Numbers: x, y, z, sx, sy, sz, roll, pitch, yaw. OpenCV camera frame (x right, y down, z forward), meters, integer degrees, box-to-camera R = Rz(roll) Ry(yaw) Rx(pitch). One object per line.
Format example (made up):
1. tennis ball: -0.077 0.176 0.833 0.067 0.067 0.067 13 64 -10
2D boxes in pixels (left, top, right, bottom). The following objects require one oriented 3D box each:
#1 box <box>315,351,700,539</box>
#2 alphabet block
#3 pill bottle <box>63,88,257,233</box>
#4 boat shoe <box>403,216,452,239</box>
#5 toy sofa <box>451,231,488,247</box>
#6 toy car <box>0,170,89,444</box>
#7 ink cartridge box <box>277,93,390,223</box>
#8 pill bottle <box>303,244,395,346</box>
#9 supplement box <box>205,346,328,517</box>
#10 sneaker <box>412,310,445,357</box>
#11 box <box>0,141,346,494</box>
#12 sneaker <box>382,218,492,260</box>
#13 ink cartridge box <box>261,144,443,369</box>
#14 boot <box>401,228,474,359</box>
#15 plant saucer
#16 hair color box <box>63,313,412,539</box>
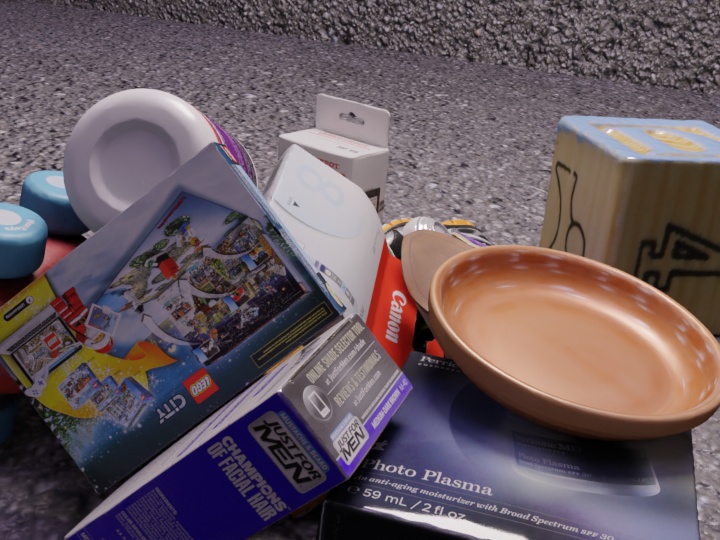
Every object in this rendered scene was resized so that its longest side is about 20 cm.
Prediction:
1. box: 0.094 0.157 0.557 0.200 0.124 0.198 11 22 13
2. alphabet block: 0.332 -0.055 1.027 0.196 0.200 0.195 1 23 -9
3. pill bottle: -0.145 -0.069 0.708 0.112 0.113 0.200 7 0 5
4. boat shoe: 0.110 0.031 0.789 0.072 0.068 0.200 -5 64 -58
5. toy sofa: 0.180 0.021 0.942 0.200 0.098 0.083 22 28 38
6. toy car: -0.202 0.051 0.702 0.200 0.185 0.177 19 22 1
7. ink cartridge box: -0.035 -0.091 1.033 0.116 0.200 0.067 21 28 35
8. pill bottle: -0.020 0.020 0.881 0.113 0.113 0.200 7 22 5
9. supplement box: -0.079 0.076 0.648 0.200 0.067 0.069 51 25 -1
10. sneaker: 0.055 0.060 0.837 0.071 0.083 0.200 6 23 3
11. box: -0.129 0.031 0.588 0.200 0.137 0.038 -36 1 6
12. sneaker: 0.083 -0.015 1.043 0.200 0.078 0.077 -14 38 -36
13. ink cartridge box: 0.000 0.000 0.746 0.200 0.047 0.160 31 35 -13
14. boot: 0.094 0.073 0.725 0.070 0.146 0.200 -22 39 -8
15. plant saucer: 0.140 0.047 0.598 0.200 0.038 0.200 11 29 -6
16. hair color box: -0.073 0.116 0.542 0.065 0.200 0.109 51 29 -2
